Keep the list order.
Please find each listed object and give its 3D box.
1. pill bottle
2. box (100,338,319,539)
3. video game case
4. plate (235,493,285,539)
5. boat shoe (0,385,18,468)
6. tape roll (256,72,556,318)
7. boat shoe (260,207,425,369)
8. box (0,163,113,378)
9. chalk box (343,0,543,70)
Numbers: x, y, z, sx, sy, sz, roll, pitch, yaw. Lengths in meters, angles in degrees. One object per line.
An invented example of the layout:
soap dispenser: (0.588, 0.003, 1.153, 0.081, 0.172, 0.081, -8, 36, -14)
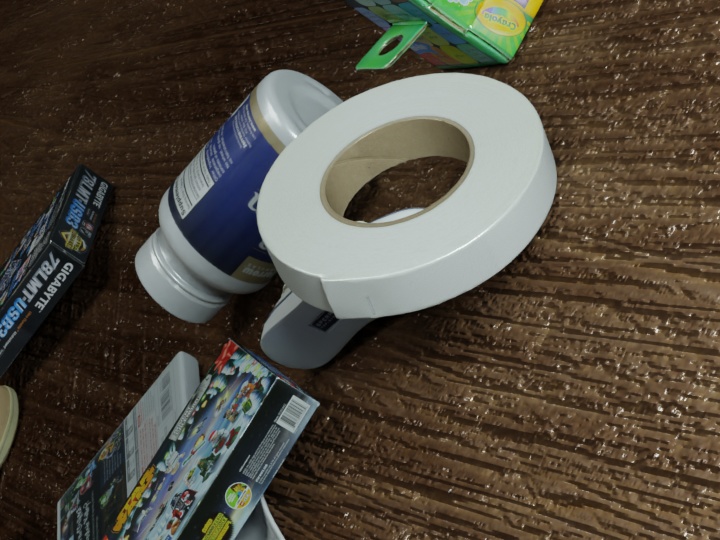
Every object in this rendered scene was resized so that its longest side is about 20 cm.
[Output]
pill bottle: (-0.089, -0.052, 1.695, 0.200, 0.111, 0.111, -46, 24, 27)
box: (-0.114, 0.152, 1.487, 0.201, 0.040, 0.137, -58, 19, -2)
video game case: (-0.182, 0.182, 1.702, 0.182, 0.023, 0.200, -50, 24, 18)
plate: (-0.107, 0.243, 1.443, 0.200, 0.032, 0.200, -55, 22, 8)
boat shoe: (-0.385, 0.184, 2.074, 0.071, 0.064, 0.201, -37, 29, 41)
tape roll: (0.029, -0.052, 1.406, 0.202, 0.037, 0.203, -14, 39, 12)
boat shoe: (0.000, 0.000, 1.498, 0.200, 0.072, 0.066, -44, 26, 47)
box: (-0.337, 0.011, 2.200, 0.199, 0.050, 0.200, -52, 14, 21)
chalk box: (0.064, -0.227, 1.588, 0.201, 0.123, 0.124, -62, 23, -7)
